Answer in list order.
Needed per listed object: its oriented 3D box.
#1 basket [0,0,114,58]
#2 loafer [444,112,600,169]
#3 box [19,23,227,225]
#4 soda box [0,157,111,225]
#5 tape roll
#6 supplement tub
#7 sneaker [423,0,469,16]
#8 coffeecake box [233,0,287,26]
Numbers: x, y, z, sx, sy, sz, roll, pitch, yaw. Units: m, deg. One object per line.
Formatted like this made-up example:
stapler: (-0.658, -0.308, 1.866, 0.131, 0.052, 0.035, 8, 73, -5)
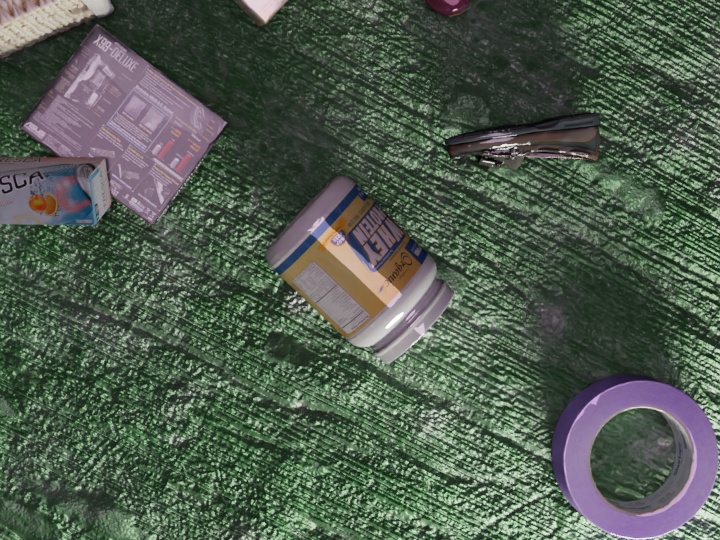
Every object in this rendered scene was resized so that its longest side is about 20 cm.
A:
basket: (-0.404, -0.366, 1.489, 0.161, 0.198, 0.200, -24, 95, -2)
loafer: (0.206, -0.153, 1.621, 0.199, 0.072, 0.063, -10, 99, -7)
box: (-0.286, -0.176, 1.581, 0.200, 0.050, 0.158, 36, 88, -6)
soda box: (-0.402, -0.095, 1.535, 0.199, 0.068, 0.064, 0, 115, 8)
tape roll: (0.347, 0.235, 1.650, 0.199, 0.066, 0.201, 0, 93, -6)
supplement tub: (0.000, 0.000, 1.567, 0.200, 0.145, 0.145, 43, 88, -6)
sneaker: (0.087, -0.410, 1.587, 0.075, 0.090, 0.200, -20, 94, -4)
coffeecake box: (-0.137, -0.420, 1.562, 0.200, 0.073, 0.154, 44, 88, -13)
